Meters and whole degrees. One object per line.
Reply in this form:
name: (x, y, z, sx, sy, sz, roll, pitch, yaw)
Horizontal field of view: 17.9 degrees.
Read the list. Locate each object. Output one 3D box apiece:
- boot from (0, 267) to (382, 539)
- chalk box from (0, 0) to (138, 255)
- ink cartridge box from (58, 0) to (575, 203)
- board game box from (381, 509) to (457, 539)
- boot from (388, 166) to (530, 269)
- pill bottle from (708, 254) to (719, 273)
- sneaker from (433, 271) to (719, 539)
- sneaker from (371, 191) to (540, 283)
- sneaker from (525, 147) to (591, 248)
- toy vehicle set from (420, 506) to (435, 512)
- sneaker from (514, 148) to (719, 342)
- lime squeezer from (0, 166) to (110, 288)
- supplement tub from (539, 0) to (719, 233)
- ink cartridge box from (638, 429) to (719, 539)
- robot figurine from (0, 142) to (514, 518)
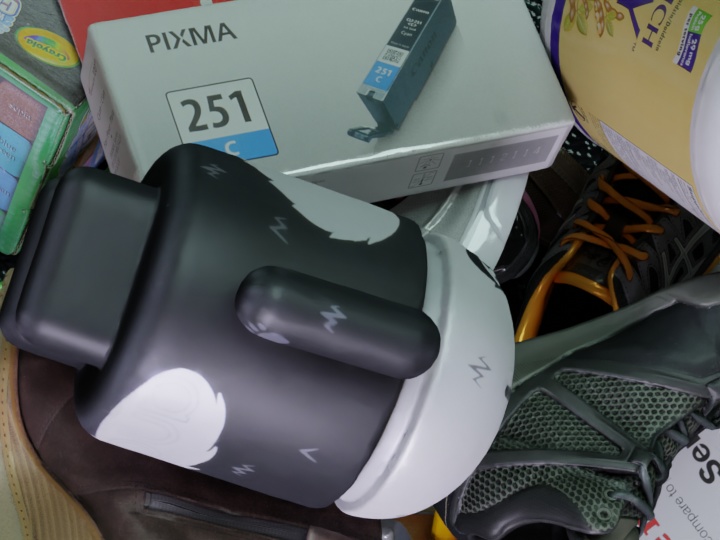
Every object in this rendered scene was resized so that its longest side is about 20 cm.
boot: (-0.077, 0.087, 0.957, 0.166, 0.072, 0.200, 4, 52, -14)
chalk box: (-0.170, -0.102, 1.078, 0.124, 0.124, 0.200, 36, 51, 3)
ink cartridge box: (-0.028, -0.110, 1.020, 0.200, 0.045, 0.176, -12, 64, -20)
board game box: (-0.029, 0.170, 0.940, 0.200, 0.026, 0.200, 2, 44, -3)
boot: (0.000, 0.000, 1.036, 0.096, 0.074, 0.200, 30, 74, -10)
pill bottle: (0.230, 0.039, 1.150, 0.112, 0.112, 0.200, -19, 67, -28)
sneaker: (0.124, 0.072, 0.970, 0.199, 0.076, 0.114, -19, 60, -3)
sneaker: (0.000, -0.055, 1.104, 0.200, 0.095, 0.079, 33, 94, -2)
sneaker: (0.045, -0.056, 1.182, 0.200, 0.070, 0.076, 41, 80, 5)
toy vehicle set: (-0.012, 0.064, 1.079, 0.200, 0.027, 0.124, 46, 59, 2)
sneaker: (0.128, -0.010, 1.102, 0.078, 0.077, 0.200, 21, 89, 24)
lime squeezer: (-0.084, -0.026, 1.121, 0.200, 0.038, 0.071, -4, 58, -24)
supplement tub: (0.181, -0.085, 0.975, 0.145, 0.146, 0.200, -6, 26, -23)
ink cartridge box: (0.204, 0.079, 1.045, 0.200, 0.084, 0.146, -40, 68, 10)
robot figurine: (-0.036, 0.022, 0.900, 0.200, 0.125, 0.150, 19, 30, -15)
